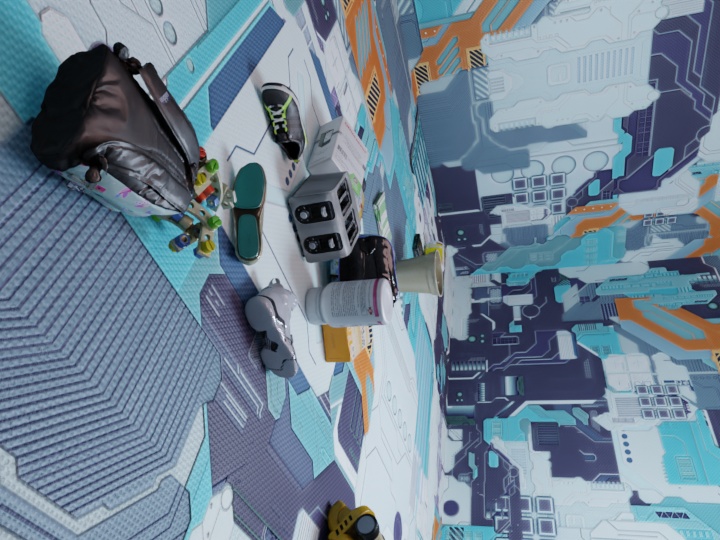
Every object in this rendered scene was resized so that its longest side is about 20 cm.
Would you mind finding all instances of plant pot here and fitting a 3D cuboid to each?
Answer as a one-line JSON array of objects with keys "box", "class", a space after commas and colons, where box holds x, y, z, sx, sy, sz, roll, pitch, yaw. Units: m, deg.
[{"box": [0.245, 0.019, 2.274, 0.200, 0.182, 0.202, -6, 90, -73], "class": "plant pot"}]

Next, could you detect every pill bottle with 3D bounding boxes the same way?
[{"box": [0.411, -0.056, 2.967, 0.109, 0.108, 0.201, 58, 32, -56], "class": "pill bottle"}, {"box": [-0.027, 0.082, 1.329, 0.113, 0.198, 0.114, -5, 90, -73], "class": "pill bottle"}]

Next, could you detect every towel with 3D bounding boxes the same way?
[{"box": [0.091, -0.193, 2.102, 0.153, 0.023, 0.201, -66, 146, -60], "class": "towel"}]

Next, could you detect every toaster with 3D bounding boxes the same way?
[{"box": [-0.084, -0.140, 1.350, 0.200, 0.118, 0.182, -66, 148, -58], "class": "toaster"}]

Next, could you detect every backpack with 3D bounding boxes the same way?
[{"box": [0.000, 0.000, 1.475, 0.147, 0.182, 0.202, -159, -116, -69], "class": "backpack"}, {"box": [-0.290, -0.151, 0.663, 0.200, 0.126, 0.168, 52, 48, -63], "class": "backpack"}]

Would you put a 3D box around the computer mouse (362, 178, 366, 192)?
[{"box": [0.009, -0.328, 1.844, 0.201, 0.034, 0.059, -81, 156, -46], "class": "computer mouse"}]

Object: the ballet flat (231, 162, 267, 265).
[{"box": [-0.217, -0.107, 1.030, 0.062, 0.067, 0.202, 132, -39, -75], "class": "ballet flat"}]

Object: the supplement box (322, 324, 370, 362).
[{"box": [-0.036, 0.167, 1.491, 0.200, 0.073, 0.127, -30, 114, -72], "class": "supplement box"}]

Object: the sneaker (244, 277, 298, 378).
[{"box": [-0.161, 0.115, 1.092, 0.115, 0.075, 0.201, -64, 142, -55], "class": "sneaker"}]

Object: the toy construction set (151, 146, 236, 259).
[{"box": [-0.250, -0.113, 0.837, 0.131, 0.092, 0.200, 50, 22, -21], "class": "toy construction set"}]

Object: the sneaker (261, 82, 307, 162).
[{"box": [-0.167, -0.328, 1.208, 0.200, 0.071, 0.083, 62, 29, -52], "class": "sneaker"}]

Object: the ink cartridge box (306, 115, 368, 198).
[{"box": [-0.058, -0.306, 1.484, 0.146, 0.084, 0.201, 50, 35, -35], "class": "ink cartridge box"}]

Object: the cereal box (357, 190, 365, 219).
[{"box": [-0.035, -0.258, 1.674, 0.201, 0.039, 0.145, 69, 23, -43], "class": "cereal box"}]

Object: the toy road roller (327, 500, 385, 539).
[{"box": [-0.041, 0.665, 1.311, 0.200, 0.146, 0.123, -37, 130, -25], "class": "toy road roller"}]

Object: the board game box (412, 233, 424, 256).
[{"box": [0.304, -0.070, 2.758, 0.136, 0.028, 0.201, -74, 154, -49], "class": "board game box"}]
